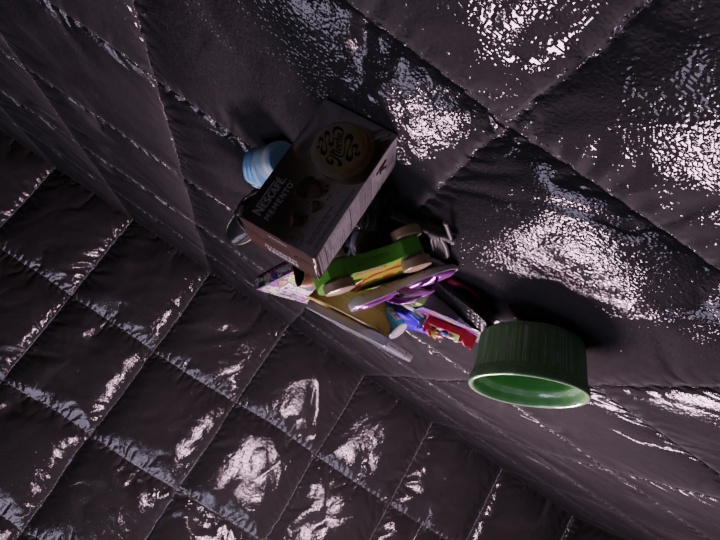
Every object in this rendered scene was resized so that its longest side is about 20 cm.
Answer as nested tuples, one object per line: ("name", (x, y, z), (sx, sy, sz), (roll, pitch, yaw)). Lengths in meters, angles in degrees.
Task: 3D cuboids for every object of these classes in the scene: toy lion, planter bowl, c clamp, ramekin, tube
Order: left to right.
("planter bowl", (-0.009, 0.063, 1.130), (0.199, 0.084, 0.200), (26, 173, 4))
("toy lion", (0.019, -0.001, 0.862), (0.192, 0.199, 0.069), (125, 126, -72))
("tube", (0.032, 0.071, 1.268), (0.200, 0.050, 0.077), (51, -179, 30))
("c clamp", (0.075, -0.074, 0.884), (0.199, 0.027, 0.171), (23, 166, 28))
("ramekin", (0.291, 0.163, 0.926), (0.199, 0.098, 0.200), (10, 156, 5))

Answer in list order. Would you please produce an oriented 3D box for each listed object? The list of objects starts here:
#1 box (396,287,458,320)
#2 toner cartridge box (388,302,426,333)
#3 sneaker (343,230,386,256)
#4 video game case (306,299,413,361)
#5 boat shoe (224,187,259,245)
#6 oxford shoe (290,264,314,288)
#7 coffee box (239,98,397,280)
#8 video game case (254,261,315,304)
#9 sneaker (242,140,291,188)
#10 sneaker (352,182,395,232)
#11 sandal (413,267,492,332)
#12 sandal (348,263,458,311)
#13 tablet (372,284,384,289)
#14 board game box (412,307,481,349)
("box", (0.097, 0.055, 1.148), (0.199, 0.037, 0.144), (19, 169, 41))
("toner cartridge box", (0.100, 0.103, 1.319), (0.095, 0.043, 0.200), (40, 163, -28))
("sneaker", (-0.004, -0.045, 0.992), (0.108, 0.070, 0.200), (26, 177, 25))
("video game case", (0.001, 0.131, 1.143), (0.199, 0.023, 0.182), (23, 172, 27))
("boat shoe", (-0.218, -0.115, 1.066), (0.201, 0.066, 0.072), (-37, 88, 32))
("oxford shoe", (-0.112, -0.064, 1.020), (0.071, 0.071, 0.201), (-7, 95, 52))
("coffee box", (-0.050, -0.106, 0.700), (0.113, 0.201, 0.080), (30, 164, 11))
("video game case", (-0.102, 0.022, 1.200), (0.181, 0.036, 0.199), (-24, 151, 33))
("sneaker", (-0.132, -0.148, 0.967), (0.130, 0.080, 0.200), (13, 145, 46))
("sneaker", (-0.019, -0.115, 0.837), (0.113, 0.077, 0.200), (-3, -152, -24))
("sandal", (0.179, 0.041, 1.000), (0.200, 0.045, 0.075), (43, 163, 21))
("sandal", (0.078, 0.041, 0.931), (0.082, 0.201, 0.050), (108, 142, -80))
("tablet", (0.000, 0.000, 1.053), (0.129, 0.014, 0.200), (15, -167, -11))
("board game box", (0.177, 0.128, 1.080), (0.157, 0.039, 0.200), (27, 173, 0))
